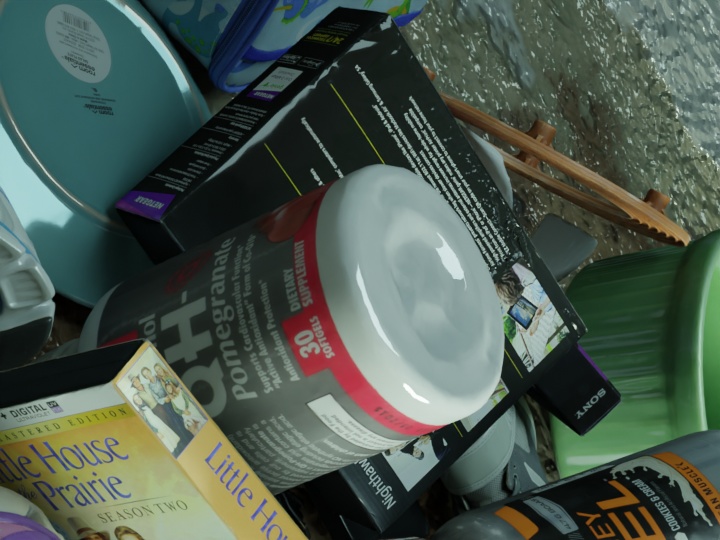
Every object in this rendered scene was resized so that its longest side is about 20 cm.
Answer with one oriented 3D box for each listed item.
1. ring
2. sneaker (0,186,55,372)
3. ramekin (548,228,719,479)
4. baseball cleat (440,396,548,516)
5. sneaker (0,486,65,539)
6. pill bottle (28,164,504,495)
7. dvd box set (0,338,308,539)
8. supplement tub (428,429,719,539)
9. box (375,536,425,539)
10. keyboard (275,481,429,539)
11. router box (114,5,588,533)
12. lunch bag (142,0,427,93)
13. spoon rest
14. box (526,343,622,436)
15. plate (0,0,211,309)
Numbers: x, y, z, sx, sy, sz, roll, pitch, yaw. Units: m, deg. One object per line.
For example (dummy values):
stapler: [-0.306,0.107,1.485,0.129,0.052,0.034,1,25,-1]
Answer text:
ring: [0.095,-0.067,1.401,0.200,0.200,0.019,30,88,-45]
sneaker: [-0.202,-0.047,1.040,0.200,0.075,0.087,52,10,-18]
ramekin: [0.185,0.078,1.461,0.200,0.098,0.200,22,65,-60]
baseball cleat: [0.071,0.136,1.307,0.106,0.070,0.200,42,25,-62]
sneaker: [-0.099,0.173,0.990,0.080,0.088,0.200,-44,109,-15]
pill bottle: [-0.049,0.041,1.068,0.111,0.200,0.111,36,42,-40]
dvd box set: [-0.077,0.119,1.026,0.200,0.146,0.029,54,50,-21]
supplement tub: [0.112,0.159,1.217,0.200,0.123,0.123,-17,83,-28]
box: [0.002,0.227,1.117,0.075,0.100,0.200,4,67,-56]
keyboard: [-0.036,0.068,1.245,0.200,0.021,0.127,63,30,-4]
router box: [0.000,0.000,1.188,0.149,0.051,0.200,-43,117,-19]
lunch bag: [-0.014,-0.175,1.307,0.082,0.161,0.200,45,29,13]
spoon rest: [0.064,-0.034,1.409,0.061,0.099,0.200,-58,143,-1]
box: [0.042,-0.009,1.327,0.200,0.036,0.143,47,-3,-26]
plate: [-0.126,-0.074,1.180,0.200,0.026,0.200,30,45,-36]
